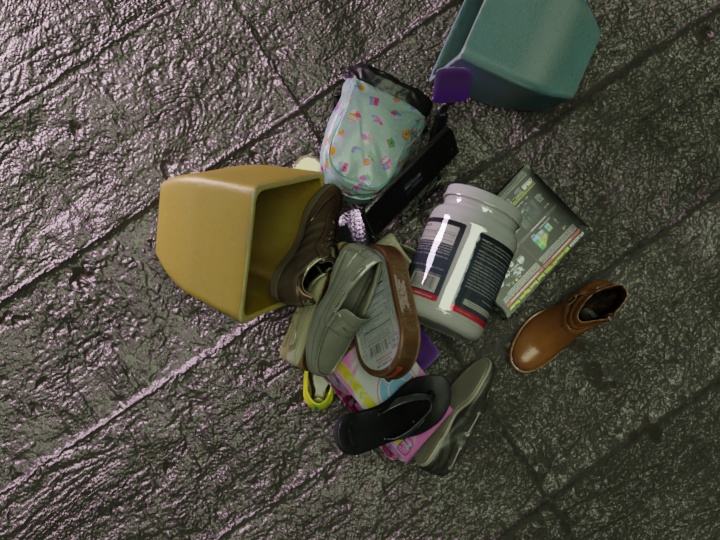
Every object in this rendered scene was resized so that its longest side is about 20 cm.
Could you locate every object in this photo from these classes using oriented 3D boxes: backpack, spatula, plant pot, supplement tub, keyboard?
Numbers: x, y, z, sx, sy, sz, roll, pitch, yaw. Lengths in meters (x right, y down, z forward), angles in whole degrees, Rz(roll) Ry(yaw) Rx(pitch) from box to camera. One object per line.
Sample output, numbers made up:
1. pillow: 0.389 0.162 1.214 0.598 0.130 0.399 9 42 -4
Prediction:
1. backpack: 0.010 -0.206 1.502 0.165 0.127 0.202 25 82 0
2. spatula: 0.129 -0.243 1.475 0.056 0.201 0.021 -5 67 -7
3. plant pot: -0.193 -0.063 1.440 0.198 0.194 0.199 17 108 25
4. plant pot: 0.252 -0.354 1.500 0.198 0.196 0.198 25 86 -10
5. supplement tub: 0.148 -0.010 1.428 0.139 0.140 0.202 24 83 -1
6. keyboard: 0.081 -0.130 1.507 0.200 0.127 0.021 -45 60 -10
7. spatula: 0.046 0.075 1.541 0.056 0.021 0.200 -41 87 -17

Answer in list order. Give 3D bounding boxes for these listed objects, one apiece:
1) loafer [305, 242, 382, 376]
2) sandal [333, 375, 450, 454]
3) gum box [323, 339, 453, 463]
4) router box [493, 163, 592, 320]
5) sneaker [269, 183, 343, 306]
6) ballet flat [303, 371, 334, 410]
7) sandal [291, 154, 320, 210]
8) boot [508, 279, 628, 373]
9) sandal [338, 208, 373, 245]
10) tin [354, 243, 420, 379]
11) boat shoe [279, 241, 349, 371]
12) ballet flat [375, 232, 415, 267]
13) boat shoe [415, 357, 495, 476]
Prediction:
1. loafer: -0.023 0.062 1.372 0.069 0.069 0.203 7 106 -43
2. sandal: 0.056 0.217 1.413 0.198 0.043 0.077 -24 96 -25
3. gum box: 0.042 0.187 1.479 0.113 0.066 0.201 -43 104 -21
4. router box: 0.246 -0.045 1.538 0.150 0.062 0.200 45 86 2
5. sneaker: -0.058 -0.033 1.417 0.075 0.071 0.202 16 68 25
6. ballet flat: -0.052 0.119 1.512 0.066 0.067 0.203 9 86 2
7. sandal: -0.086 -0.080 1.521 0.076 0.070 0.215 8 86 -2
8. boot: 0.322 0.087 1.488 0.199 0.155 0.077 -33 89 -4
9. sandal: 0.001 -0.001 1.507 0.075 0.043 0.203 -12 63 30
10. tin: 0.031 0.057 1.392 0.041 0.111 0.203 12 57 -41
11. boat shoe: -0.068 0.048 1.461 0.064 0.072 0.203 18 87 36
12. ballet flat: 0.104 0.016 1.529 0.199 0.067 0.063 41 73 -1
13. boat shoe: 0.159 0.232 1.523 0.057 0.067 0.201 34 89 -26
